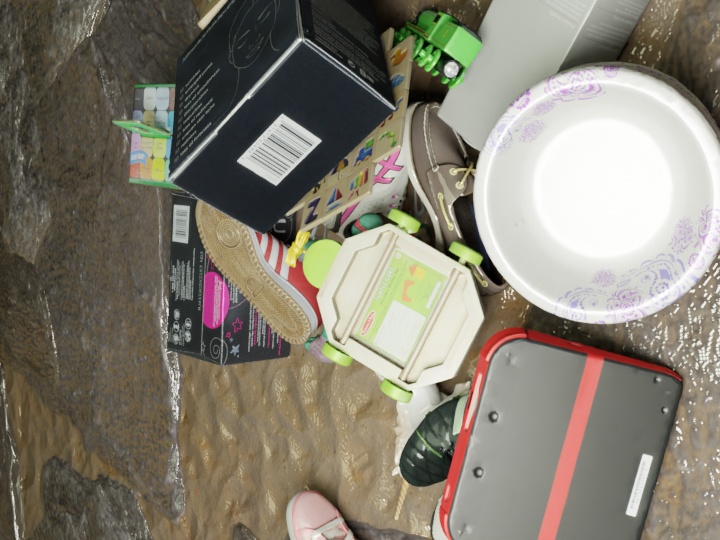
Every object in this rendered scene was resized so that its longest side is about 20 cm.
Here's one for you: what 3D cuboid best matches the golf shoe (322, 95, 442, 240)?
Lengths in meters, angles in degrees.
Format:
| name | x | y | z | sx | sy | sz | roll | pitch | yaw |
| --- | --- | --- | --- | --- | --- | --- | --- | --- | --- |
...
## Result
| name | x | y | z | sx | sy | sz | roll | pitch | yaw |
| --- | --- | --- | --- | --- | --- | --- | --- | --- | --- |
| golf shoe | 0.029 | -0.109 | 0.958 | 0.199 | 0.073 | 0.092 | -36 | 99 | 34 |

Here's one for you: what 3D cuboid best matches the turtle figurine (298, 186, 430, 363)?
| name | x | y | z | sx | sy | sz | roll | pitch | yaw |
| --- | --- | --- | --- | --- | --- | --- | --- | --- | --- |
| turtle figurine | 0.000 | 0.000 | 0.922 | 0.101 | 0.146 | 0.203 | -94 | 11 | -59 |

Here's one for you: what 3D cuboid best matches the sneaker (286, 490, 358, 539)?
| name | x | y | z | sx | sy | sz | roll | pitch | yaw |
| --- | --- | --- | --- | --- | --- | --- | --- | --- | --- |
| sneaker | -0.005 | 0.332 | 0.993 | 0.104 | 0.075 | 0.203 | -39 | 72 | 43 |

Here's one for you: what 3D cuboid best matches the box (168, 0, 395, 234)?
| name | x | y | z | sx | sy | sz | roll | pitch | yaw |
| --- | --- | --- | --- | --- | --- | --- | --- | --- | --- |
| box | -0.083 | -0.184 | 0.863 | 0.199 | 0.123 | 0.199 | -39 | 40 | 29 |

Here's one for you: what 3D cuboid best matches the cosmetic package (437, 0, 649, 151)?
| name | x | y | z | sx | sy | sz | roll | pitch | yaw |
| --- | --- | --- | --- | --- | --- | --- | --- | --- | --- |
| cosmetic package | 0.165 | -0.198 | 0.795 | 0.107 | 0.089 | 0.202 | 48 | 126 | 34 |

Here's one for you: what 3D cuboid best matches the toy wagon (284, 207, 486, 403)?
| name | x | y | z | sx | sy | sz | roll | pitch | yaw |
| --- | --- | --- | --- | --- | --- | --- | --- | --- | --- |
| toy wagon | 0.020 | 0.021 | 0.840 | 0.198 | 0.040 | 0.157 | 29 | 95 | 14 |

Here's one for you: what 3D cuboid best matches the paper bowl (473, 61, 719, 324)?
| name | x | y | z | sx | sy | sz | roll | pitch | yaw |
| --- | --- | --- | --- | --- | --- | --- | --- | --- | --- |
| paper bowl | 0.199 | -0.068 | 0.723 | 0.197 | 0.104 | 0.205 | 8 | 110 | 21 |

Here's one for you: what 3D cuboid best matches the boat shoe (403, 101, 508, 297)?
| name | x | y | z | sx | sy | sz | roll | pitch | yaw |
| --- | --- | --- | --- | --- | --- | --- | --- | --- | --- |
| boat shoe | 0.096 | -0.072 | 0.862 | 0.059 | 0.071 | 0.204 | -9 | 97 | 51 |

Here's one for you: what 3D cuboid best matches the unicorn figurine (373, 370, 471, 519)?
| name | x | y | z | sx | sy | sz | roll | pitch | yaw |
| --- | --- | --- | --- | --- | --- | --- | --- | --- | --- |
| unicorn figurine | 0.062 | 0.130 | 0.904 | 0.136 | 0.073 | 0.203 | -29 | 83 | 34 |

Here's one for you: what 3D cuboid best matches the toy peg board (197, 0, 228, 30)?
| name | x | y | z | sx | sy | sz | roll | pitch | yaw |
| --- | --- | --- | --- | --- | --- | --- | --- | --- | --- |
| toy peg board | -0.064 | -0.340 | 0.978 | 0.198 | 0.098 | 0.202 | -36 | 27 | 27 |

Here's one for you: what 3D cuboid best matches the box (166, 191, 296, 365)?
| name | x | y | z | sx | sy | sz | roll | pitch | yaw |
| --- | --- | --- | --- | --- | --- | --- | --- | --- | --- |
| box | -0.164 | 0.006 | 1.114 | 0.131 | 0.113 | 0.205 | 8 | 96 | 46 |

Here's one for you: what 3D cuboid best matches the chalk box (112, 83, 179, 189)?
| name | x | y | z | sx | sy | sz | roll | pitch | yaw |
| --- | --- | --- | --- | --- | --- | --- | --- | --- | --- |
| chalk box | -0.207 | -0.162 | 1.089 | 0.123 | 0.198 | 0.127 | 12 | 100 | 44 |

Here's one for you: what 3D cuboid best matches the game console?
| name | x | y | z | sx | sy | sz | roll | pitch | yaw |
| --- | --- | --- | --- | --- | --- | --- | --- | --- | --- |
| game console | 0.170 | 0.163 | 0.759 | 0.031 | 0.173 | 0.204 | -103 | 27 | -84 |

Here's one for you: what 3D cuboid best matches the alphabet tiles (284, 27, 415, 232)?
| name | x | y | z | sx | sy | sz | roll | pitch | yaw |
| --- | --- | --- | --- | --- | --- | --- | --- | --- | --- |
| alphabet tiles | -0.012 | -0.138 | 0.850 | 0.165 | 0.006 | 0.203 | -26 | 46 | 43 |

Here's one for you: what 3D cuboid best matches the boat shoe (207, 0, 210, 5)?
| name | x | y | z | sx | sy | sz | roll | pitch | yaw |
| --- | --- | --- | --- | --- | --- | --- | --- | --- | --- |
| boat shoe | -0.175 | -0.413 | 1.142 | 0.070 | 0.063 | 0.203 | 34 | 115 | 39 |

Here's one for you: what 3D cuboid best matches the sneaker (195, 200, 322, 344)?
| name | x | y | z | sx | sy | sz | roll | pitch | yaw |
| --- | --- | --- | --- | --- | --- | --- | --- | --- | --- |
| sneaker | -0.102 | -0.021 | 1.025 | 0.071 | 0.112 | 0.201 | -33 | 96 | 37 |

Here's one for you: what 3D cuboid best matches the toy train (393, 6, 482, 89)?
| name | x | y | z | sx | sy | sz | roll | pitch | yaw |
| --- | --- | --- | --- | --- | --- | --- | --- | --- | --- |
| toy train | 0.073 | -0.223 | 0.854 | 0.057 | 0.041 | 0.201 | -55 | 19 | 14 |

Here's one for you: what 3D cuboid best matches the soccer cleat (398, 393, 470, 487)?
| name | x | y | z | sx | sy | sz | roll | pitch | yaw |
| --- | --- | --- | --- | --- | --- | --- | --- | --- | --- |
| soccer cleat | 0.118 | 0.149 | 0.817 | 0.199 | 0.068 | 0.082 | -37 | 27 | 14 |

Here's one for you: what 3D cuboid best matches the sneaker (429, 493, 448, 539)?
| name | x | y | z | sx | sy | sz | roll | pitch | yaw |
| --- | --- | --- | --- | --- | --- | --- | --- | --- | --- |
| sneaker | 0.120 | 0.222 | 0.855 | 0.200 | 0.087 | 0.077 | -46 | 63 | 38 |

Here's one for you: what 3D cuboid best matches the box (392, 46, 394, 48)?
| name | x | y | z | sx | sy | sz | roll | pitch | yaw |
| --- | --- | --- | --- | --- | --- | --- | --- | --- | --- |
| box | -0.048 | -0.164 | 0.968 | 0.199 | 0.044 | 0.163 | 9 | 72 | 56 |
